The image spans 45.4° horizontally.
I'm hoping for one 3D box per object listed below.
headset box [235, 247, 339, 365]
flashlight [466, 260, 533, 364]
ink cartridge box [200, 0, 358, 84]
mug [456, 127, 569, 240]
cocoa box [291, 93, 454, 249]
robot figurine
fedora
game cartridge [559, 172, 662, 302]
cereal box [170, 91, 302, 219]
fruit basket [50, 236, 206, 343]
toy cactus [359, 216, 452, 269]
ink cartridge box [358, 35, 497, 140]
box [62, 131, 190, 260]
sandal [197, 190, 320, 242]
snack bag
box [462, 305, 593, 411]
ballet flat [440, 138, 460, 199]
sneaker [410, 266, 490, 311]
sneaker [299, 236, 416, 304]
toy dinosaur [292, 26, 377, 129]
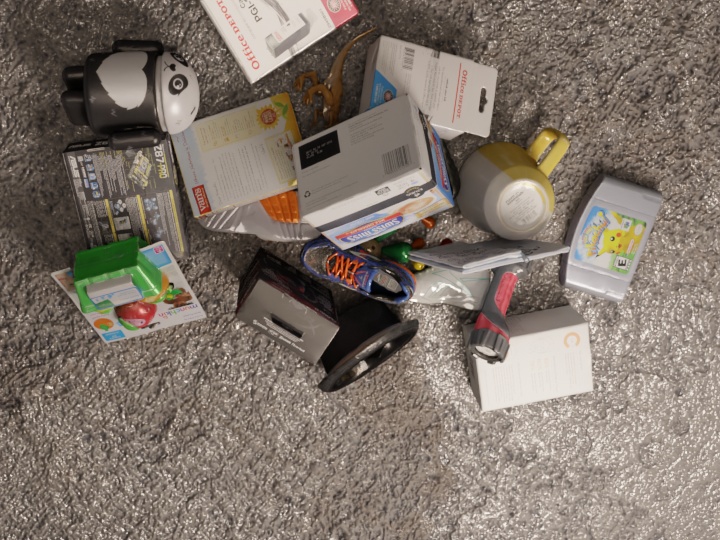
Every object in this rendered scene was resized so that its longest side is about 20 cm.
[{"bbox_3d":[-0.116,0.055,1.356,0.147,0.200,0.076,32,101,-14],"label":"headset box"},{"bbox_3d":[0.235,0.051,1.408,0.067,0.068,0.202,33,65,-16],"label":"flashlight"},{"bbox_3d":[-0.121,-0.395,1.288,0.198,0.085,0.147,-31,106,5],"label":"ink cartridge box"},{"bbox_3d":[0.240,-0.135,1.363,0.146,0.153,0.190,6,105,-7],"label":"mug"},{"bbox_3d":[0.019,-0.141,1.274,0.197,0.136,0.131,-20,151,21],"label":"cocoa box"},{"bbox_3d":[-0.339,-0.263,1.281,0.196,0.125,0.153,-2,106,-5],"label":"robot figurine"},{"bbox_3d":[-0.003,0.113,1.426,0.199,0.200,0.092,-36,76,5],"label":"fedora"},{"bbox_3d":[0.419,-0.055,1.466,0.131,0.041,0.203,15,104,-6],"label":"game cartridge"},{"bbox_3d":[-0.185,-0.179,1.345,0.196,0.040,0.147,-17,87,0],"label":"cereal box"},{"bbox_3d":[-0.360,0.045,1.359,0.182,0.095,0.202,-14,136,2],"label":"fruit basket"},{"bbox_3d":[0.039,-0.054,1.406,0.199,0.103,0.165,35,110,-22],"label":"toy cactus"},{"bbox_3d":[0.104,-0.274,1.329,0.196,0.068,0.118,11,84,-16],"label":"ink cartridge box"},{"bbox_3d":[-0.361,-0.106,1.348,0.158,0.049,0.203,-8,116,-2],"label":"box"},{"bbox_3d":[-0.158,-0.089,1.387,0.202,0.059,0.081,5,84,3],"label":"sandal"},{"bbox_3d":[0.196,-0.030,1.321,0.196,0.188,0.022,-11,100,-20],"label":"snack bag"},{"bbox_3d":[0.286,0.149,1.478,0.196,0.098,0.127,-10,107,-2],"label":"box"},{"bbox_3d":[0.106,-0.204,1.378,0.066,0.057,0.202,-32,102,4],"label":"ballet flat"},{"bbox_3d":[0.126,0.019,1.447,0.196,0.070,0.082,6,92,-12],"label":"sneaker"},{"bbox_3d":[0.000,0.000,1.350,0.196,0.079,0.077,17,100,-7],"label":"sneaker"},{"bbox_3d":[-0.046,-0.288,1.351,0.105,0.060,0.204,-1,106,-36],"label":"toy dinosaur"}]
